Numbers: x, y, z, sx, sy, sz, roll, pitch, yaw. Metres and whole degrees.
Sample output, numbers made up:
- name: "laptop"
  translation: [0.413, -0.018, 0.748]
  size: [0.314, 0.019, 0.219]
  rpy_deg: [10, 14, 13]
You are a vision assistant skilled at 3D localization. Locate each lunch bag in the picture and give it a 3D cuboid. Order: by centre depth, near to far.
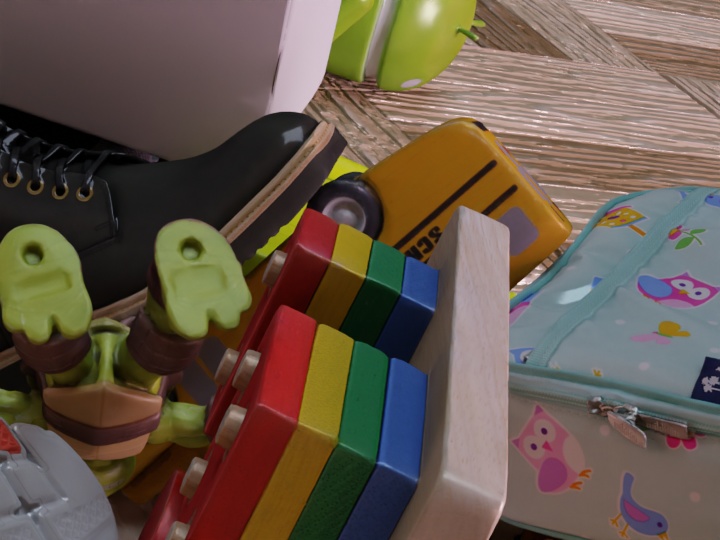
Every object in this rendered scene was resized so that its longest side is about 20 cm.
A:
- name: "lunch bag"
  translation: [0.132, 0.034, 0.844]
  size: [0.159, 0.078, 0.200]
  rpy_deg: [13, 27, 25]

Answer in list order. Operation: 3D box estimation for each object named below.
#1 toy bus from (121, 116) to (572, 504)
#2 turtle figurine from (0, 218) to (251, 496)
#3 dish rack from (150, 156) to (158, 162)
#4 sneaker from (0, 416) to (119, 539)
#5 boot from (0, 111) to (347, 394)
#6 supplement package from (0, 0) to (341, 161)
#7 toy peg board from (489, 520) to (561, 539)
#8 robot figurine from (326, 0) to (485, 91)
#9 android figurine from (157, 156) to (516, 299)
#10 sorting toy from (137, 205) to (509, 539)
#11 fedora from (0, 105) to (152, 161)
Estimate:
- name: "toy bus"
  translation: [-0.016, 0.022, 0.885]
  size: [0.078, 0.200, 0.065]
  rpy_deg: [48, 7, 0]
- name: "turtle figurine"
  translation: [-0.080, 0.041, 0.793]
  size: [0.198, 0.162, 0.065]
  rpy_deg: [11, 58, -6]
- name: "dish rack"
  translation: [-0.101, -0.045, 1.148]
  size: [0.153, 0.055, 0.200]
  rpy_deg: [-2, 29, -43]
- name: "sneaker"
  translation: [-0.164, 0.103, 0.697]
  size: [0.199, 0.082, 0.078]
  rpy_deg: [-19, 82, -46]
- name: "boot"
  translation: [-0.118, -0.038, 0.864]
  size: [0.139, 0.199, 0.078]
  rpy_deg: [55, 20, -8]
- name: "supplement package"
  translation: [-0.111, -0.142, 1.005]
  size: [0.198, 0.122, 0.120]
  rpy_deg: [19, 34, 6]
- name: "toy peg board"
  translation: [0.098, 0.104, 0.867]
  size: [0.198, 0.098, 0.200]
  rpy_deg: [19, 26, 3]
- name: "robot figurine"
  translation: [-0.014, -0.188, 1.476]
  size: [0.198, 0.117, 0.176]
  rpy_deg: [19, 17, 3]
- name: "android figurine"
  translation: [0.000, 0.000, 1.018]
  size: [0.199, 0.041, 0.182]
  rpy_deg: [23, 21, -11]
- name: "sorting toy"
  translation: [-0.030, 0.089, 0.671]
  size: [0.069, 0.200, 0.200]
  rpy_deg: [25, 21, -6]
- name: "fedora"
  translation: [-0.184, -0.046, 1.031]
  size: [0.175, 0.091, 0.200]
  rpy_deg: [17, 33, 5]
